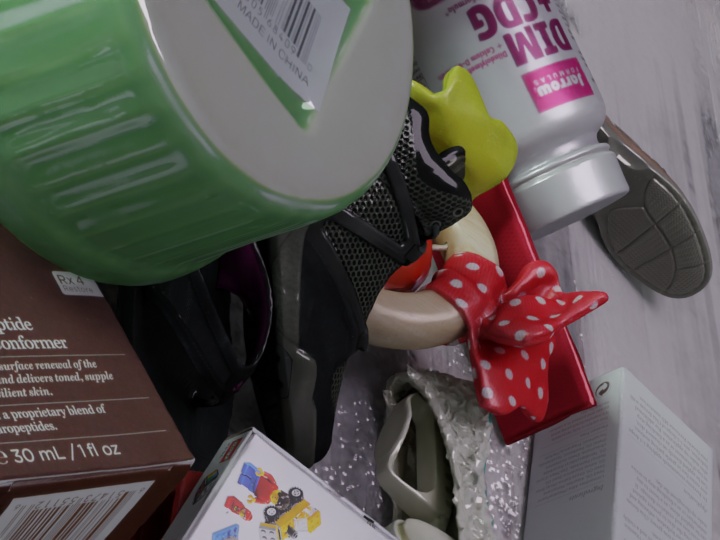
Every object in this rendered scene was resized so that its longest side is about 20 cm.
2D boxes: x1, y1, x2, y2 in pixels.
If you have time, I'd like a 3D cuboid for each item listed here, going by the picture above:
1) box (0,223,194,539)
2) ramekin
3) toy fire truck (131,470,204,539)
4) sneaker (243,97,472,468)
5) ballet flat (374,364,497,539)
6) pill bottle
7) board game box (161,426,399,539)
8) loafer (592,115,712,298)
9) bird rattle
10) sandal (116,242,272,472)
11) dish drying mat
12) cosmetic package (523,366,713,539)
[{"bbox_3d":[-0.156,0.015,0.564,0.100,0.075,0.200,2,47,-53],"label":"box"},{"bbox_3d":[-0.065,-0.100,0.574,0.200,0.097,0.201,19,66,-51],"label":"ramekin"},{"bbox_3d":[-0.040,0.198,0.653,0.141,0.049,0.201,22,52,-41],"label":"toy fire truck"},{"bbox_3d":[0.000,0.000,0.734,0.114,0.076,0.201,-2,100,-19],"label":"sneaker"},{"bbox_3d":[0.032,0.131,0.776,0.072,0.072,0.201,37,34,-30],"label":"ballet flat"},{"bbox_3d":[0.088,-0.121,0.968,0.113,0.113,0.201,-18,81,-54],"label":"pill bottle"},{"bbox_3d":[-0.050,0.180,0.594,0.126,0.035,0.200,40,60,-13],"label":"board game box"},{"bbox_3d":[0.192,-0.068,1.105,0.200,0.072,0.063,46,31,-16],"label":"loafer"},{"bbox_3d":[0.030,-0.004,0.833,0.162,0.113,0.201,-2,60,-22],"label":"bird rattle"},{"bbox_3d":[-0.070,0.000,0.674,0.075,0.048,0.202,-16,112,-54],"label":"sandal"},{"bbox_3d":[0.079,-0.001,0.909,0.018,0.077,0.201,-11,75,-45],"label":"dish drying mat"},{"bbox_3d":[0.153,0.170,0.890,0.101,0.071,0.201,41,40,-26],"label":"cosmetic package"}]
